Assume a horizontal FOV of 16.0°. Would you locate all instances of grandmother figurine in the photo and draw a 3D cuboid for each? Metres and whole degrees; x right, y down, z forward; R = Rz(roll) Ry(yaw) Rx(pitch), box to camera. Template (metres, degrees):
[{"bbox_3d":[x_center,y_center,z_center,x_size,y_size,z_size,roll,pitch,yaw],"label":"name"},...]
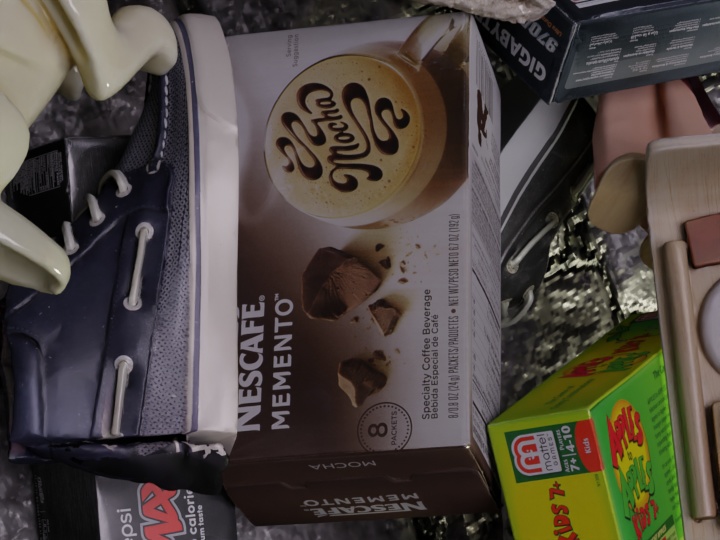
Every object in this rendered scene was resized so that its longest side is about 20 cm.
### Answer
[{"bbox_3d":[0.137,-0.085,1.205,0.121,0.060,0.201,43,29,-32],"label":"grandmother figurine"}]

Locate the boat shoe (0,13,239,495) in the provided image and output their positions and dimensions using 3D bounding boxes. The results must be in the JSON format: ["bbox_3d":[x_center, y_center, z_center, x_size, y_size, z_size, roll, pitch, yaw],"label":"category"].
[{"bbox_3d":[-0.098,-0.012,1.018,0.092,0.075,0.201,2,68,-10],"label":"boat shoe"}]

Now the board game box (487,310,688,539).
[{"bbox_3d":[0.121,0.087,1.122,0.200,0.047,0.102,-28,105,-64],"label":"board game box"}]

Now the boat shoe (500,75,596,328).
[{"bbox_3d":[0.059,-0.009,1.186,0.064,0.071,0.200,45,62,-18],"label":"boat shoe"}]

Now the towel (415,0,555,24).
[{"bbox_3d":[-0.016,-0.164,1.070,0.199,0.035,0.133,10,38,-40],"label":"towel"}]

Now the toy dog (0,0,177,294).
[{"bbox_3d":[-0.167,-0.109,0.986,0.193,0.139,0.201,30,67,-23],"label":"toy dog"}]

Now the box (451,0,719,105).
[{"bbox_3d":[0.126,-0.154,1.203,0.199,0.159,0.046,-13,135,-33],"label":"box"}]

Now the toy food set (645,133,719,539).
[{"bbox_3d":[0.201,0.038,1.073,0.142,0.060,0.201,-5,78,1],"label":"toy food set"}]

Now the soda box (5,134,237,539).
[{"bbox_3d":[-0.100,0.045,1.085,0.070,0.063,0.201,-3,86,-32],"label":"soda box"}]

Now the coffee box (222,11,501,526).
[{"bbox_3d":[0.000,0.000,1.089,0.080,0.112,0.201,61,28,-63],"label":"coffee box"}]

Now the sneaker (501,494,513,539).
[{"bbox_3d":[0.099,0.133,1.188,0.075,0.081,0.201,30,68,-23],"label":"sneaker"}]
